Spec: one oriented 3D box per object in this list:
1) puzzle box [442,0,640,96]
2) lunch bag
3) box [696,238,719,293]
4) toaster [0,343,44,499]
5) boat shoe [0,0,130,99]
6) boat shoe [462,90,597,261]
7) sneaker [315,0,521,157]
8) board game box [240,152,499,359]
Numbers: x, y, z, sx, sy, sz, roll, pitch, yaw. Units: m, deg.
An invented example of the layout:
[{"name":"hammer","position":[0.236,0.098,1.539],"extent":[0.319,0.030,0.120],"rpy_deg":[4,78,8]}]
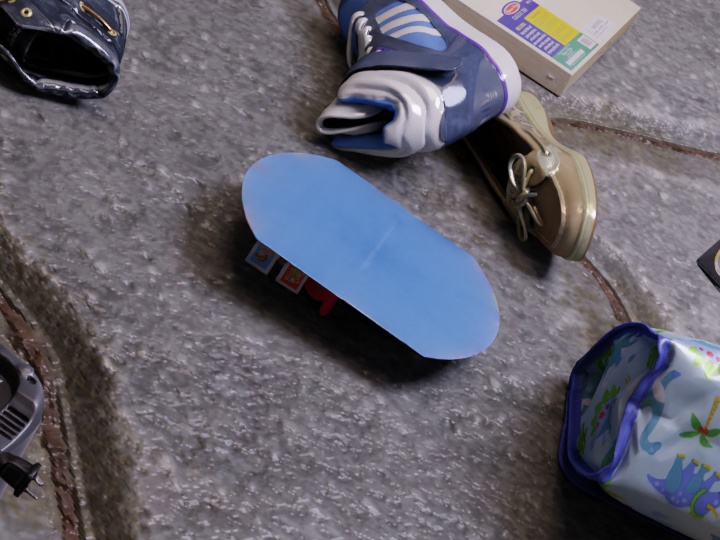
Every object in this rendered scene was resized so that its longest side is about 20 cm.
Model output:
[{"name":"puzzle box","position":[0.160,-0.230,1.807],"extent":[0.133,0.025,0.200],"rpy_deg":[35,34,8]},{"name":"lunch bag","position":[0.224,0.112,1.314],"extent":[0.169,0.128,0.200],"rpy_deg":[26,4,-5]},{"name":"box","position":[0.328,0.068,1.412],"extent":[0.160,0.044,0.200],"rpy_deg":[50,5,38]},{"name":"toaster","position":[-0.245,0.081,0.996],"extent":[0.200,0.129,0.114],"rpy_deg":[34,34,9]},{"name":"boat shoe","position":[-0.251,-0.186,1.398],"extent":[0.199,0.071,0.091],"rpy_deg":[20,30,-17]},{"name":"boat shoe","position":[0.122,-0.073,1.536],"extent":[0.062,0.074,0.200],"rpy_deg":[6,28,-21]},{"name":"sneaker","position":[0.008,-0.151,1.541],"extent":[0.146,0.081,0.200],"rpy_deg":[-24,41,-32]},{"name":"board game box","position":[0.000,0.000,1.373],"extent":[0.200,0.039,0.158],"rpy_deg":[35,28,0]}]
